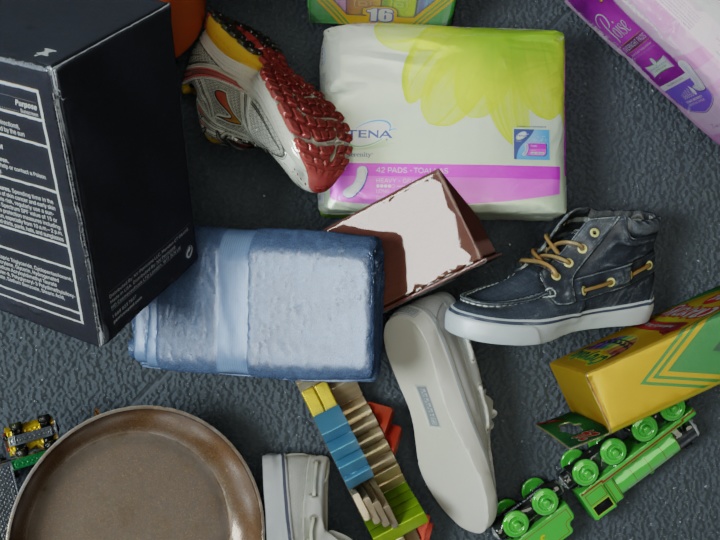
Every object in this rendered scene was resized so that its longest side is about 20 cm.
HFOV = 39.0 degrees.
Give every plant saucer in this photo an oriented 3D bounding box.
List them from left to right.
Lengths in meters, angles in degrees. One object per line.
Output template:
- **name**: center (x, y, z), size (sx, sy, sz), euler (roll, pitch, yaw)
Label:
- **plant saucer**: center (-0.168, 0.203, 0.767), size (0.199, 0.032, 0.201), euler (5, 81, -30)

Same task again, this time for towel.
- **towel**: center (-0.077, 0.024, 0.756), size (0.199, 0.049, 0.112), euler (3, 91, 19)

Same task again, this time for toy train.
- **toy train**: center (0.198, 0.170, 0.842), size (0.200, 0.042, 0.057), euler (-36, 100, -2)

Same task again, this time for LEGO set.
- **LEGO set**: center (-0.242, 0.211, 0.810), size (0.153, 0.116, 0.201), euler (-23, 94, -31)

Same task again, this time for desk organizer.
- **desk organizer**: center (0.000, 0.000, 0.792), size (0.199, 0.072, 0.077), euler (-27, 86, 17)

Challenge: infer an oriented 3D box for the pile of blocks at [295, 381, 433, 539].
- **pile of blocks**: center (0.014, 0.154, 0.814), size (0.062, 0.082, 0.201), euler (-27, 91, -7)

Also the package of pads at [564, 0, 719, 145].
- **package of pads**: center (0.263, -0.186, 0.808), size (0.200, 0.121, 0.076), euler (43, 88, -1)

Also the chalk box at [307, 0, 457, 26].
- **chalk box**: center (0.019, -0.282, 0.751), size (0.123, 0.200, 0.125), euler (2, 74, -1)

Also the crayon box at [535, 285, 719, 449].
- **crayon box**: center (0.231, 0.071, 0.800), size (0.199, 0.127, 0.051), euler (-24, 90, -3)

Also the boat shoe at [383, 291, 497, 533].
- **boat shoe**: center (0.078, 0.113, 0.825), size (0.068, 0.072, 0.201), euler (-29, 102, -36)

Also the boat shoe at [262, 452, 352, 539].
- **boat shoe**: center (-0.035, 0.222, 0.774), size (0.069, 0.200, 0.071), euler (-5, 130, -6)

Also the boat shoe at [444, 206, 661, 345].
- **boat shoe**: center (0.151, 0.000, 0.794), size (0.199, 0.071, 0.091), euler (-7, 108, -31)

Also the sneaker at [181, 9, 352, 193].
- **sneaker**: center (-0.076, -0.119, 0.790), size (0.082, 0.078, 0.200), euler (-55, 48, 20)

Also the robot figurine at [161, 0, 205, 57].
- **robot figurine**: center (-0.171, -0.228, 0.752), size (0.143, 0.200, 0.117), euler (-18, 78, -12)

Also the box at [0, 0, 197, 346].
- **box**: center (-0.227, -0.085, 0.681), size (0.199, 0.123, 0.199), euler (17, 130, 21)

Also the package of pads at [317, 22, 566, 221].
- **package of pads**: center (0.065, -0.120, 0.823), size (0.199, 0.068, 0.155), euler (0, 86, -1)
